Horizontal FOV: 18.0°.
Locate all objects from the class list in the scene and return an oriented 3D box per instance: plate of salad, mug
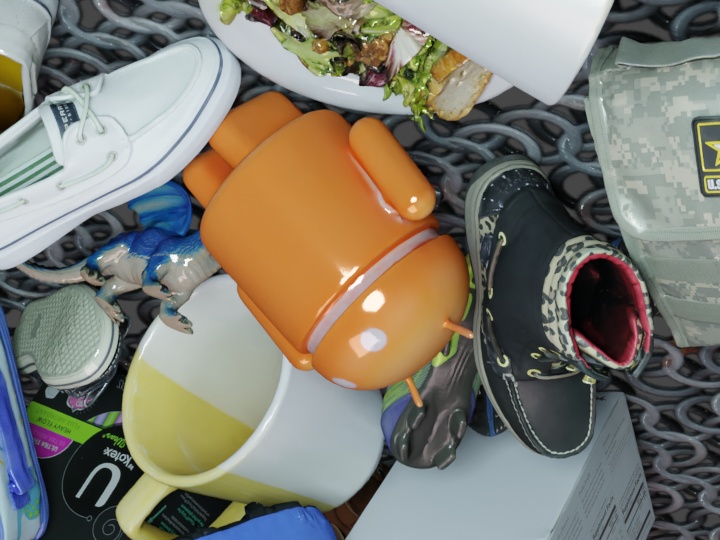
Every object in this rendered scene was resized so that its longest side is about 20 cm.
[{"bbox_3d":[0.004,-0.137,1.255,0.198,0.048,0.201,8,151,5],"label":"plate of salad"},{"bbox_3d":[-0.075,0.106,1.589,0.186,0.151,0.153,-24,145,29],"label":"mug"},{"bbox_3d":[0.058,-0.194,1.088,0.152,0.188,0.149,22,-178,-2],"label":"mug"}]

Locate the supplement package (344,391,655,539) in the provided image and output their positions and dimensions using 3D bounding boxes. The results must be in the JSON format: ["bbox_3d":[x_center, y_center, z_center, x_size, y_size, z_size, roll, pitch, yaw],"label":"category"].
[{"bbox_3d":[0.100,0.184,1.594,0.154,0.200,0.112,-5,114,25],"label":"supplement package"}]

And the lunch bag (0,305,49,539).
[{"bbox_3d":[-0.307,0.114,1.599,0.160,0.202,0.082,-10,-171,27],"label":"lunch bag"}]

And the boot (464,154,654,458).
[{"bbox_3d":[0.123,0.046,1.359,0.073,0.154,0.205,-18,115,-12],"label":"boot"}]

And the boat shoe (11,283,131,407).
[{"bbox_3d":[-0.193,0.053,1.577,0.062,0.075,0.200,25,169,-18],"label":"boat shoe"}]

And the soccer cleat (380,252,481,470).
[{"bbox_3d":[0.064,0.037,1.479,0.064,0.084,0.201,16,117,-21],"label":"soccer cleat"}]

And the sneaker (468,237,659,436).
[{"bbox_3d":[0.141,0.036,1.500,0.077,0.076,0.200,-16,162,-45],"label":"sneaker"}]

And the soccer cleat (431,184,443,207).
[{"bbox_3d":[0.000,0.000,1.473,0.085,0.069,0.201,20,144,8],"label":"soccer cleat"}]

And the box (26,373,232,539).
[{"bbox_3d":[-0.195,0.191,1.686,0.148,0.201,0.124,18,159,36],"label":"box"}]

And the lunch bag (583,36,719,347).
[{"bbox_3d":[0.228,-0.054,1.262,0.163,0.118,0.200,-3,140,29],"label":"lunch bag"}]

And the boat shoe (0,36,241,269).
[{"bbox_3d":[-0.161,-0.073,1.320,0.200,0.074,0.067,-39,142,9],"label":"boat shoe"}]

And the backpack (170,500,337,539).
[{"bbox_3d":[-0.070,0.253,1.522,0.161,0.169,0.200,-21,156,-24],"label":"backpack"}]

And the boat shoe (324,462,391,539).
[{"bbox_3d":[0.001,0.172,1.769,0.067,0.073,0.200,-1,158,11],"label":"boat shoe"}]

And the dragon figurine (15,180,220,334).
[{"bbox_3d":[-0.133,-0.019,1.479,0.199,0.100,0.059,6,144,34],"label":"dragon figurine"}]

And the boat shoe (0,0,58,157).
[{"bbox_3d":[-0.226,-0.100,1.368,0.070,0.070,0.200,18,149,-13],"label":"boat shoe"}]

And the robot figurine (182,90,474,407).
[{"bbox_3d":[-0.015,-0.014,1.338,0.200,0.144,0.117,47,-175,11],"label":"robot figurine"}]
